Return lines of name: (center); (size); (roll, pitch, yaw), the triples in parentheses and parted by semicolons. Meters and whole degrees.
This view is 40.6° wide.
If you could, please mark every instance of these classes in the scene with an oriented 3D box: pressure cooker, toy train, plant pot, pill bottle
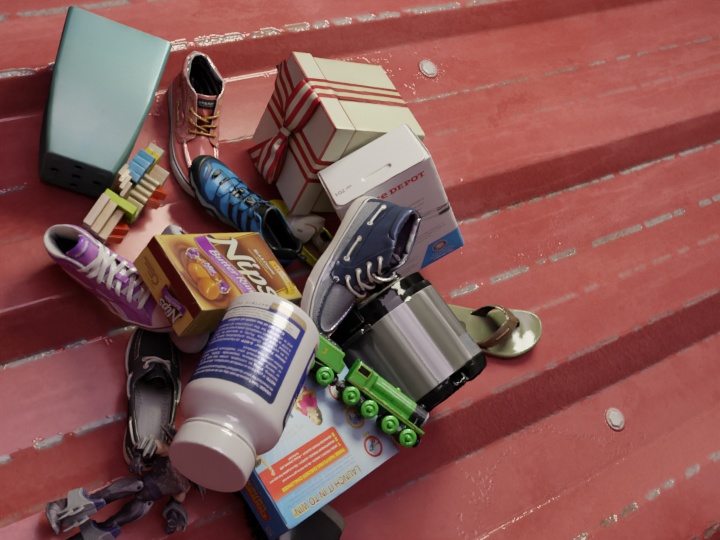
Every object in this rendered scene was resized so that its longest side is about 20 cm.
pressure cooker: (0.053, 0.098, 1.318); (0.178, 0.176, 0.201); (-34, 81, -17)
toy train: (0.003, 0.146, 1.202); (0.199, 0.042, 0.057); (37, 81, -9)
plant pot: (-0.356, -0.212, 1.304); (0.140, 0.141, 0.202); (17, 66, -18)
pill bottle: (-0.130, 0.134, 1.076); (0.119, 0.120, 0.201); (31, 49, -9)

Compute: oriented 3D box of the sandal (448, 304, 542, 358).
sandal: (0.193, 0.086, 1.472); (0.199, 0.057, 0.081); (5, 63, -24)

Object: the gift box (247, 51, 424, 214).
gift box: (-0.053, -0.198, 1.411); (0.185, 0.185, 0.201); (-2, 44, -37)

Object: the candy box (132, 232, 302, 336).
candy box: (-0.174, 0.013, 1.221); (0.117, 0.056, 0.199); (54, 26, 18)

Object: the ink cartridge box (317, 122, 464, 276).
ink cartridge box: (0.046, -0.084, 1.365); (0.145, 0.201, 0.086); (-28, 48, 0)

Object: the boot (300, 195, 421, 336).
boot: (0.000, 0.000, 1.218); (0.073, 0.090, 0.202); (37, 73, -48)

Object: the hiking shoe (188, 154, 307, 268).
hiking shoe: (-0.152, -0.087, 1.348); (0.200, 0.086, 0.075); (49, 52, -13)

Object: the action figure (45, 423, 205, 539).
action figure: (-0.254, 0.259, 1.123); (0.199, 0.069, 0.131); (-29, 111, -16)

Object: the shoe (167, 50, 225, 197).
shoe: (-0.232, -0.210, 1.388); (0.071, 0.091, 0.202); (0, 65, -26)

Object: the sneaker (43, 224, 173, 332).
sneaker: (-0.305, 0.008, 1.189); (0.199, 0.114, 0.073); (25, 75, 15)

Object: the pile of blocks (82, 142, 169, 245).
pile of blocks: (-0.295, -0.104, 1.295); (0.062, 0.082, 0.201); (32, 45, -7)

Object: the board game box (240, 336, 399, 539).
board game box: (-0.080, 0.191, 1.194); (0.199, 0.056, 0.197); (-26, 79, -41)

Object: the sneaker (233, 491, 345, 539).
sneaker: (-0.117, 0.304, 1.191); (0.199, 0.075, 0.107); (35, 52, -8)

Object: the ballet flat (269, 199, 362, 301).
ballet flat: (-0.058, -0.038, 1.403); (0.200, 0.067, 0.067); (47, 56, 2)

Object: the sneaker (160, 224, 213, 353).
sneaker: (-0.207, 0.030, 1.294); (0.113, 0.075, 0.201); (15, 40, -42)

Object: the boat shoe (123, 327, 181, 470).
boat shoe: (-0.259, 0.144, 1.211); (0.073, 0.060, 0.202); (13, 60, -18)
